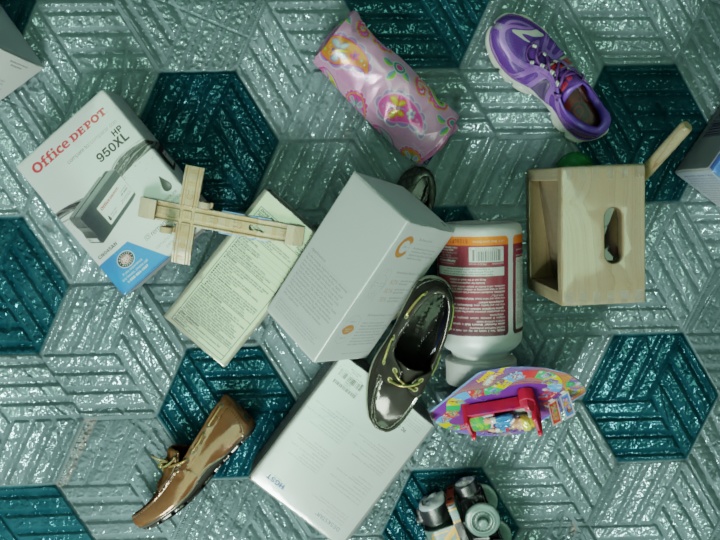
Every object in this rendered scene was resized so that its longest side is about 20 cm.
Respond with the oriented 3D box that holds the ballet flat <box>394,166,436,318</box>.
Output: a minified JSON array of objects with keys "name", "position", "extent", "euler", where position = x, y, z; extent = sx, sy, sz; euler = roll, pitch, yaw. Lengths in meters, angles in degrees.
[{"name":"ballet flat","position":[0.050,-0.035,1.011],"extent":[0.065,0.057,0.204],"euler":[12,95,-3]}]

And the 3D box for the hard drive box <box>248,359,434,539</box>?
[{"name":"hard drive box","position":[-0.025,0.225,1.026],"extent":[0.155,0.077,0.201],"euler":[38,93,-6]}]

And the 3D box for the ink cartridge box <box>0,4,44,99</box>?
[{"name":"ink cartridge box","position":[-0.510,-0.247,0.913],"extent":[0.198,0.145,0.148],"euler":[-35,96,1]}]

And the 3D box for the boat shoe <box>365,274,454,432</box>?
[{"name":"boat shoe","position":[0.056,0.105,0.944],"extent":[0.070,0.061,0.205],"euler":[20,100,-4]}]

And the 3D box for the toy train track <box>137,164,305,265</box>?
[{"name":"toy train track","position":[-0.163,-0.056,0.922],"extent":[0.196,0.033,0.117],"euler":[10,96,-3]}]

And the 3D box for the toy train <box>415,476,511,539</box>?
[{"name":"toy train","position":[0.150,0.378,1.053],"extent":[0.112,0.085,0.203],"euler":[-22,97,9]}]

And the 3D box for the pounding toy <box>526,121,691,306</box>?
[{"name":"pounding toy","position":[0.292,-0.069,0.956],"extent":[0.139,0.184,0.205],"euler":[-2,96,-3]}]

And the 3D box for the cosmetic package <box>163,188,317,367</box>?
[{"name":"cosmetic package","position":[-0.141,0.007,0.990],"extent":[0.103,0.087,0.201],"euler":[41,94,-5]}]

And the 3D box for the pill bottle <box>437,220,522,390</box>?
[{"name":"pill bottle","position":[0.151,0.041,0.998],"extent":[0.107,0.110,0.205],"euler":[-1,96,-3]}]

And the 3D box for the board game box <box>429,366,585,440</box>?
[{"name":"board game box","position":[0.181,0.183,0.981],"extent":[0.155,0.200,0.040],"euler":[14,52,-22]}]

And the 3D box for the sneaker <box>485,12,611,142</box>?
[{"name":"sneaker","position":[0.243,-0.246,0.985],"extent":[0.199,0.083,0.081],"euler":[42,93,-6]}]

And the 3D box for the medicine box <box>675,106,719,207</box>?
[{"name":"medicine box","position":[0.546,-0.144,1.003],"extent":[0.198,0.103,0.184],"euler":[34,94,-5]}]

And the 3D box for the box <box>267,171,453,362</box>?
[{"name":"box","position":[0.000,0.000,0.944],"extent":[0.097,0.124,0.201],"euler":[43,108,26]}]

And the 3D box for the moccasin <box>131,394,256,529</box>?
[{"name":"moccasin","position":[-0.225,0.248,1.021],"extent":[0.078,0.074,0.202],"euler":[42,96,3]}]

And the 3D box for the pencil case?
[{"name":"pencil case","position":[0.034,-0.223,0.979],"extent":[0.200,0.087,0.088],"euler":[42,93,-7]}]

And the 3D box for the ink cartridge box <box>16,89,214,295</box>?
[{"name":"ink cartridge box","position":[-0.295,-0.096,0.972],"extent":[0.144,0.084,0.201],"euler":[-40,96,1]}]
